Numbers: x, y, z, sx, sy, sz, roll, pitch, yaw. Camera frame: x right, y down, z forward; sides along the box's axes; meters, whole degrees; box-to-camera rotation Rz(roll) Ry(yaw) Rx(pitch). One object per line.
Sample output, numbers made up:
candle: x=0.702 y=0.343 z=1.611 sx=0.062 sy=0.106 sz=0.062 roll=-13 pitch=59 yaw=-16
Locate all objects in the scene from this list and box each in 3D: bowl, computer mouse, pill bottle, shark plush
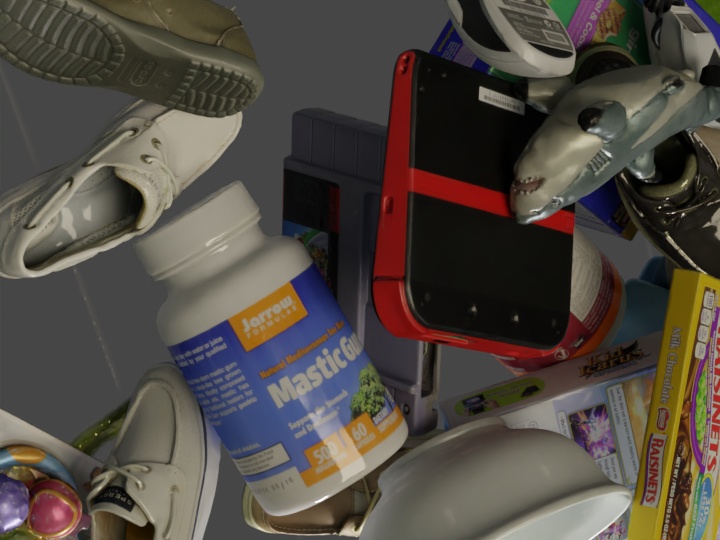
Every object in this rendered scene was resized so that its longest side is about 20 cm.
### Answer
bowl: x=0.073 y=0.159 z=1.462 sx=0.200 sy=0.091 sz=0.201 roll=-24 pitch=162 yaw=-9
computer mouse: x=0.215 y=-0.155 z=1.502 sx=0.044 sy=0.110 sz=0.200 roll=-37 pitch=134 yaw=2
pill bottle: x=-0.063 y=0.048 z=1.425 sx=0.112 sy=0.112 sz=0.200 roll=-33 pitch=97 yaw=-21
pill bottle: x=0.093 y=-0.013 z=1.545 sx=0.200 sy=0.109 sz=0.110 roll=41 pitch=81 yaw=-37
shark plush: x=0.180 y=-0.093 z=1.446 sx=0.200 sy=0.091 sz=0.084 roll=-22 pitch=117 yaw=-35
computer mouse: x=0.069 y=-0.190 z=1.423 sx=0.109 sy=0.200 sz=0.044 roll=9 pitch=134 yaw=-45

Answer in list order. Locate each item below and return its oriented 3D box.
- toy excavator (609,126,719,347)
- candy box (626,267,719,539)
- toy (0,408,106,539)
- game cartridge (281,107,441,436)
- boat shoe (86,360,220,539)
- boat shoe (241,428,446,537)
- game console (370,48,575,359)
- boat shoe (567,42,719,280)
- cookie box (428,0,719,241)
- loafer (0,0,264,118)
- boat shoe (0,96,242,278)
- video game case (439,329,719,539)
toy excavator: x=0.235 y=0.013 z=1.612 sx=0.195 sy=0.100 sz=0.200 roll=-60 pitch=157 yaw=-18
candy box: x=0.226 y=0.105 z=1.498 sx=0.102 sy=0.026 sz=0.201 roll=17 pitch=83 yaw=-58
toy: x=-0.209 y=0.170 z=1.437 sx=0.200 sy=0.047 sz=0.115 roll=33 pitch=84 yaw=-39
game cartridge: x=0.000 y=0.000 z=1.472 sx=0.038 sy=0.129 sz=0.201 roll=-20 pitch=118 yaw=-48
boat shoe: x=-0.143 y=0.152 z=1.425 sx=0.070 sy=0.071 sz=0.201 roll=30 pitch=64 yaw=-55
boat shoe: x=0.011 y=0.154 z=1.574 sx=0.199 sy=0.066 sz=0.074 roll=-9 pitch=111 yaw=-33
game console: x=0.077 y=-0.038 z=1.420 sx=0.200 sy=0.031 sz=0.178 roll=12 pitch=78 yaw=-52
boat shoe: x=0.209 y=-0.065 z=1.506 sx=0.072 sy=0.066 sz=0.201 roll=-34 pitch=106 yaw=7
cookie box: x=0.157 y=-0.143 z=1.565 sx=0.200 sy=0.075 sz=0.172 roll=34 pitch=85 yaw=-39
loafer: x=-0.153 y=-0.154 z=1.356 sx=0.199 sy=0.070 sz=0.075 roll=20 pitch=139 yaw=-31
boat shoe: x=-0.146 y=-0.053 z=1.387 sx=0.200 sy=0.069 sz=0.071 roll=-38 pitch=122 yaw=-20
video game case: x=0.167 y=0.157 z=1.579 sx=0.181 sy=0.045 sz=0.201 roll=-17 pitch=119 yaw=-3
